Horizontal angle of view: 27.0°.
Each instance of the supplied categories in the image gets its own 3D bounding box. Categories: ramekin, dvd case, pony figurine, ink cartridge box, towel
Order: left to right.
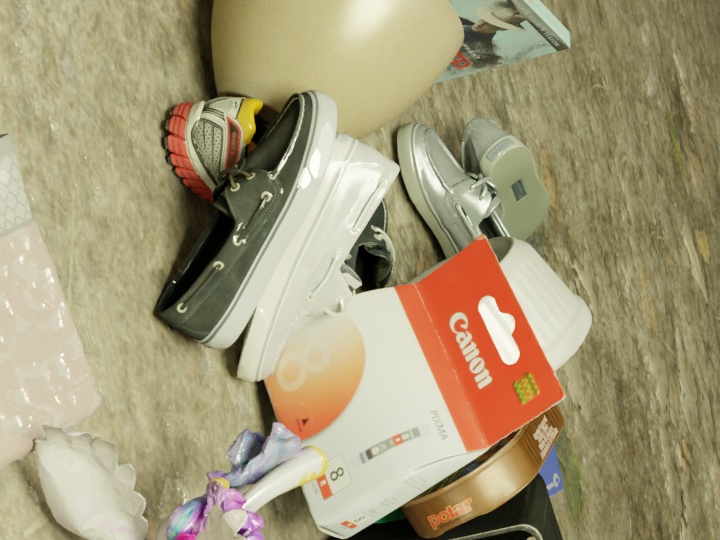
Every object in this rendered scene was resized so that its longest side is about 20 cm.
[{"bbox_3d":[-0.238,0.029,0.863,0.200,0.032,0.191,-32,108,-59],"label":"towel"},{"bbox_3d":[-0.106,0.174,0.923,0.200,0.166,0.193,-30,140,-45],"label":"pony figurine"},{"bbox_3d":[0.030,0.079,1.101,0.050,0.200,0.162,32,27,-49],"label":"ink cartridge box"},{"bbox_3d":[0.065,-0.209,1.322,0.146,0.200,0.022,30,54,-54],"label":"dvd case"},{"bbox_3d":[0.087,0.052,1.280,0.094,0.202,0.202,57,33,-11],"label":"ramekin"}]

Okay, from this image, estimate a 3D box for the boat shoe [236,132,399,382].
[{"bbox_3d":[-0.031,-0.001,1.111,0.072,0.068,0.200,-98,-149,-82],"label":"boat shoe"}]

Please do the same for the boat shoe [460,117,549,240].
[{"bbox_3d":[0.144,-0.094,1.545,0.072,0.070,0.201,51,-7,28],"label":"boat shoe"}]

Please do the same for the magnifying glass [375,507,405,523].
[{"bbox_3d":[0.046,0.167,1.238,0.200,0.080,0.022,-15,119,-44],"label":"magnifying glass"}]

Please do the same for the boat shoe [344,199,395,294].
[{"bbox_3d":[0.000,0.000,1.271,0.076,0.060,0.200,55,36,-36],"label":"boat shoe"}]

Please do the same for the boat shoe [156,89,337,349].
[{"bbox_3d":[-0.079,-0.041,1.061,0.057,0.069,0.200,25,91,-29],"label":"boat shoe"}]

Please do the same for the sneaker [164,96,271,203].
[{"bbox_3d":[-0.066,-0.055,1.152,0.200,0.082,0.078,50,39,-42],"label":"sneaker"}]

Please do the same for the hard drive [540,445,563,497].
[{"bbox_3d":[0.157,0.140,1.535,0.132,0.025,0.200,-9,87,-62],"label":"hard drive"}]

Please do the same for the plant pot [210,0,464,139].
[{"bbox_3d":[-0.038,-0.170,1.165,0.200,0.200,0.135,42,72,-47],"label":"plant pot"}]

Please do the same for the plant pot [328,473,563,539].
[{"bbox_3d":[0.087,0.270,1.209,0.177,0.200,0.200,-52,125,-67],"label":"plant pot"}]

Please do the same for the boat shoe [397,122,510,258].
[{"bbox_3d":[0.106,-0.060,1.449,0.201,0.071,0.070,62,32,-16],"label":"boat shoe"}]

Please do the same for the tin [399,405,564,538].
[{"bbox_3d":[0.094,0.146,1.157,0.042,0.112,0.200,62,24,-5],"label":"tin"}]
